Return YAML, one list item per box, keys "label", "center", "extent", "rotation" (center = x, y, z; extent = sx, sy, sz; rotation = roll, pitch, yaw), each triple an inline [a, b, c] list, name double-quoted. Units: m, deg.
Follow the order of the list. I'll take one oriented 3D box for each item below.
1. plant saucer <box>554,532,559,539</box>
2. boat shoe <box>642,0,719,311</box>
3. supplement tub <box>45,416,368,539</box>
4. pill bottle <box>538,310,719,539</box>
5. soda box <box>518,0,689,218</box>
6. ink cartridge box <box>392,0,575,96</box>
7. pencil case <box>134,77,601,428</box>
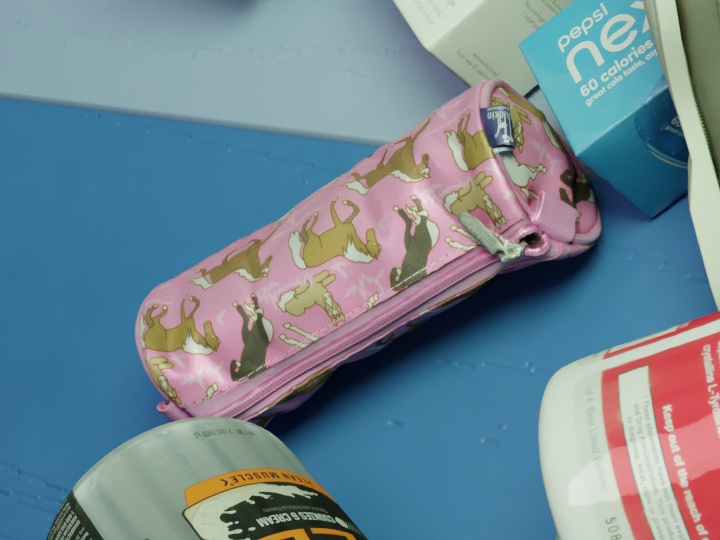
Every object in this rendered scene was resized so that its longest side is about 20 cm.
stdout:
- label: "plant saucer"
  center: [0.094, 0.135, 0.805]
  extent: [0.070, 0.019, 0.201]
  rotation: [-2, 67, 38]
- label: "boat shoe"
  center: [0.138, -0.076, 0.780]
  extent: [0.060, 0.202, 0.072]
  rotation: [-12, 21, 11]
- label: "supplement tub"
  center: [-0.031, 0.155, 0.818]
  extent: [0.123, 0.122, 0.200]
  rotation: [-50, 46, 5]
- label: "pill bottle"
  center: [0.169, 0.055, 0.715]
  extent: [0.200, 0.112, 0.113]
  rotation: [-20, 56, 20]
- label: "soda box"
  center: [0.166, -0.112, 0.847]
  extent: [0.200, 0.064, 0.068]
  rotation: [-37, 49, 18]
- label: "ink cartridge box"
  center: [0.096, -0.180, 0.935]
  extent: [0.200, 0.067, 0.116]
  rotation: [-41, 49, 13]
- label: "pencil case"
  center: [0.000, 0.000, 0.909]
  extent: [0.200, 0.086, 0.083]
  rotation: [-31, 82, 23]
